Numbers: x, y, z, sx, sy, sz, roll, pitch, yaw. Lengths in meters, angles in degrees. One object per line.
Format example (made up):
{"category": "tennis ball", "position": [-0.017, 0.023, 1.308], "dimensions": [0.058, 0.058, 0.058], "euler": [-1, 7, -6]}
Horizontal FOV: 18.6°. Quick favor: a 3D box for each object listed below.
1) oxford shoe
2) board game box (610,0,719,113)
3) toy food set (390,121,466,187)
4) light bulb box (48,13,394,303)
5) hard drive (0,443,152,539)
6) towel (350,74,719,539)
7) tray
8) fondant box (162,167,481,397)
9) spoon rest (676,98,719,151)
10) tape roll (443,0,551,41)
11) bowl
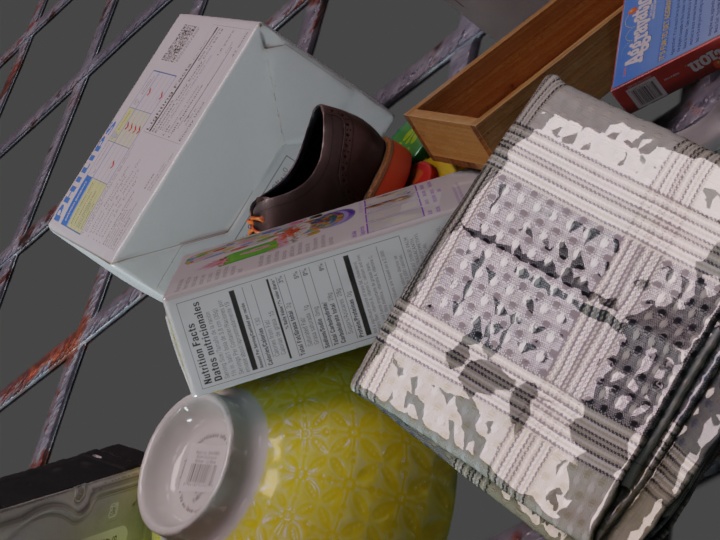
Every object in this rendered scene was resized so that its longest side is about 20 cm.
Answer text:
{"category": "oxford shoe", "position": [-0.048, -0.005, 1.313], "dimensions": [0.201, 0.072, 0.071], "euler": [-62, 23, -14]}
{"category": "board game box", "position": [0.183, -0.164, 1.133], "dimensions": [0.103, 0.019, 0.201], "euler": [-25, 30, 29]}
{"category": "toy food set", "position": [0.015, 0.002, 1.337], "dimensions": [0.200, 0.049, 0.198], "euler": [-52, 22, 11]}
{"category": "light bulb box", "position": [-0.105, -0.069, 1.582], "dimensions": [0.199, 0.124, 0.200], "euler": [-58, 21, -4]}
{"category": "hard drive", "position": [-0.175, 0.175, 1.162], "dimensions": [0.200, 0.038, 0.141], "euler": [-10, -67, -66]}
{"category": "towel", "position": [0.105, 0.021, 1.032], "dimensions": [0.200, 0.035, 0.193], "euler": [33, 89, 39]}
{"category": "tray", "position": [0.127, -0.128, 1.219], "dimensions": [0.200, 0.037, 0.099], "euler": [-38, 18, -13]}
{"category": "fondant box", "position": [0.000, 0.000, 1.180], "dimensions": [0.199, 0.059, 0.144], "euler": [-16, 9, 2]}
{"category": "spoon rest", "position": [0.203, -0.120, 1.127], "dimensions": [0.200, 0.061, 0.099], "euler": [-38, 26, 7]}
{"category": "tape roll", "position": [0.115, -0.249, 1.361], "dimensions": [0.203, 0.139, 0.203], "euler": [-43, 25, 26]}
{"category": "bowl", "position": [-0.054, 0.118, 1.176], "dimensions": [0.200, 0.107, 0.201], "euler": [-31, 46, 38]}
